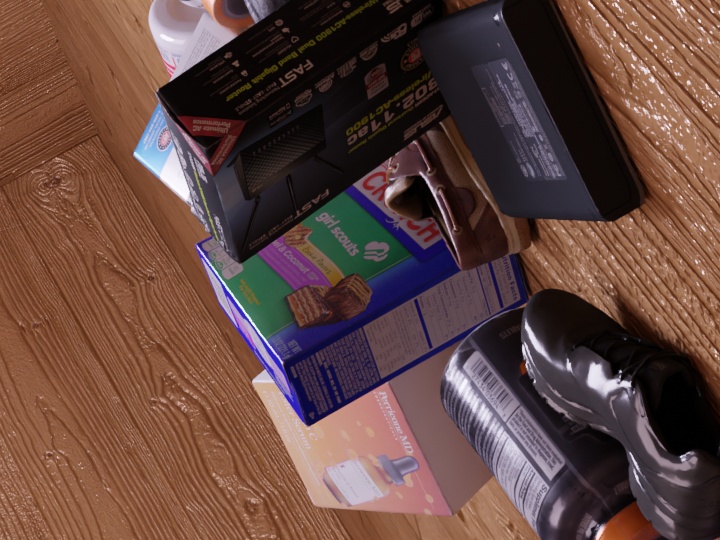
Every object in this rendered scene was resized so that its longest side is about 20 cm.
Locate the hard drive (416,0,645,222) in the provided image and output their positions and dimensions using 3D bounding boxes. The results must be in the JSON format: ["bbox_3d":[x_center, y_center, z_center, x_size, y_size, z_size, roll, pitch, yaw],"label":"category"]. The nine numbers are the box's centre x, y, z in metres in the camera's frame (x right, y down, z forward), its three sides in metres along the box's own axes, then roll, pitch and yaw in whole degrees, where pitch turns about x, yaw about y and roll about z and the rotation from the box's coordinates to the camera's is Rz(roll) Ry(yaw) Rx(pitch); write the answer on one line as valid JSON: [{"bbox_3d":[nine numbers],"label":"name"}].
[{"bbox_3d":[0.098,-0.097,1.121,0.140,0.033,0.200,62,170,-8],"label":"hard drive"}]

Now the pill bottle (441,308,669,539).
[{"bbox_3d":[0.146,0.125,1.245,0.200,0.106,0.107,53,167,40],"label":"pill bottle"}]

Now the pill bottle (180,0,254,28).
[{"bbox_3d":[-0.140,-0.298,1.564,0.201,0.106,0.107,56,169,29],"label":"pill bottle"}]

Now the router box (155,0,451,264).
[{"bbox_3d":[-0.033,-0.113,1.247,0.062,0.199,0.150,48,166,25],"label":"router box"}]

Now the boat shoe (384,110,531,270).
[{"bbox_3d":[0.047,-0.070,1.340,0.200,0.072,0.072,53,168,38],"label":"boat shoe"}]

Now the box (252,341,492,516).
[{"bbox_3d":[0.021,0.138,1.731,0.199,0.106,0.153,-5,117,49],"label":"box"}]

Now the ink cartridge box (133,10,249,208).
[{"bbox_3d":[-0.082,-0.106,1.553,0.084,0.147,0.200,14,-159,-51],"label":"ink cartridge box"}]

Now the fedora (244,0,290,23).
[{"bbox_3d":[-0.053,-0.245,1.296,0.201,0.091,0.202,157,90,-87],"label":"fedora"}]

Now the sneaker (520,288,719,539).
[{"bbox_3d":[0.173,0.072,1.146,0.200,0.076,0.091,48,154,33],"label":"sneaker"}]

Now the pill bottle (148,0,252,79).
[{"bbox_3d":[-0.125,-0.186,1.784,0.112,0.112,0.201,51,166,46],"label":"pill bottle"}]

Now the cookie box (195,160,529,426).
[{"bbox_3d":[0.000,0.000,1.406,0.171,0.199,0.076,49,164,46],"label":"cookie box"}]
